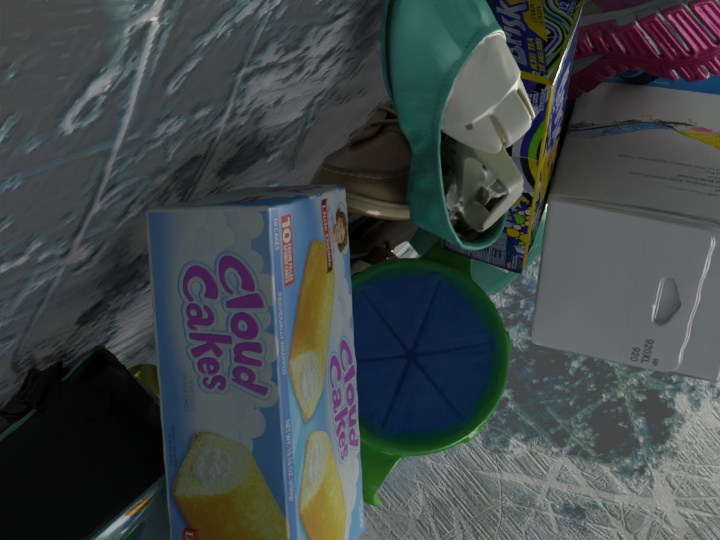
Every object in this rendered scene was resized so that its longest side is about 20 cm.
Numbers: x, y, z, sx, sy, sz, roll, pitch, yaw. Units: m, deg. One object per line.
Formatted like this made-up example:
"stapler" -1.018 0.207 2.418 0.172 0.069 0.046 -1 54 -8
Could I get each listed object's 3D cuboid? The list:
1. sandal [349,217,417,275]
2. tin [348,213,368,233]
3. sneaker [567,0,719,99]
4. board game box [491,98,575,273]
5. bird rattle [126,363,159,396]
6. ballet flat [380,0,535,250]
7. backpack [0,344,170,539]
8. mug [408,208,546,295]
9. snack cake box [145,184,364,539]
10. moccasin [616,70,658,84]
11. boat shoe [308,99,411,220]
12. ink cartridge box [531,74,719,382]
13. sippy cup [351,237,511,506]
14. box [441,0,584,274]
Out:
"sandal" 0.000 0.000 0.765 0.082 0.055 0.200 -43 175 20
"tin" -0.014 -0.048 0.784 0.112 0.042 0.200 -40 178 39
"sneaker" 0.192 -0.183 0.689 0.198 0.081 0.089 -2 -116 35
"board game box" 0.142 -0.109 0.828 0.201 0.034 0.126 -60 151 -6
"bird rattle" -0.075 0.078 0.783 0.199 0.113 0.163 -34 -171 -31
"ballet flat" 0.057 -0.075 0.511 0.067 0.070 0.201 -48 156 -19
"backpack" -0.175 0.150 0.593 0.176 0.153 0.200 -45 -176 -19
"mug" 0.115 -0.066 0.965 0.115 0.152 0.185 -47 173 31
"snack cake box" -0.049 0.061 0.517 0.067 0.202 0.115 0 -170 19
"moccasin" 0.265 -0.217 0.731 0.068 0.081 0.200 14 123 -44
"boat shoe" 0.022 -0.081 0.651 0.200 0.071 0.065 -38 141 -65
"ink cartridge box" 0.222 -0.046 0.764 0.201 0.143 0.148 -64 159 -46
"sippy cup" 0.035 0.073 0.735 0.177 0.140 0.130 -31 167 -8
"box" 0.090 -0.083 0.627 0.201 0.064 0.071 84 26 -60
